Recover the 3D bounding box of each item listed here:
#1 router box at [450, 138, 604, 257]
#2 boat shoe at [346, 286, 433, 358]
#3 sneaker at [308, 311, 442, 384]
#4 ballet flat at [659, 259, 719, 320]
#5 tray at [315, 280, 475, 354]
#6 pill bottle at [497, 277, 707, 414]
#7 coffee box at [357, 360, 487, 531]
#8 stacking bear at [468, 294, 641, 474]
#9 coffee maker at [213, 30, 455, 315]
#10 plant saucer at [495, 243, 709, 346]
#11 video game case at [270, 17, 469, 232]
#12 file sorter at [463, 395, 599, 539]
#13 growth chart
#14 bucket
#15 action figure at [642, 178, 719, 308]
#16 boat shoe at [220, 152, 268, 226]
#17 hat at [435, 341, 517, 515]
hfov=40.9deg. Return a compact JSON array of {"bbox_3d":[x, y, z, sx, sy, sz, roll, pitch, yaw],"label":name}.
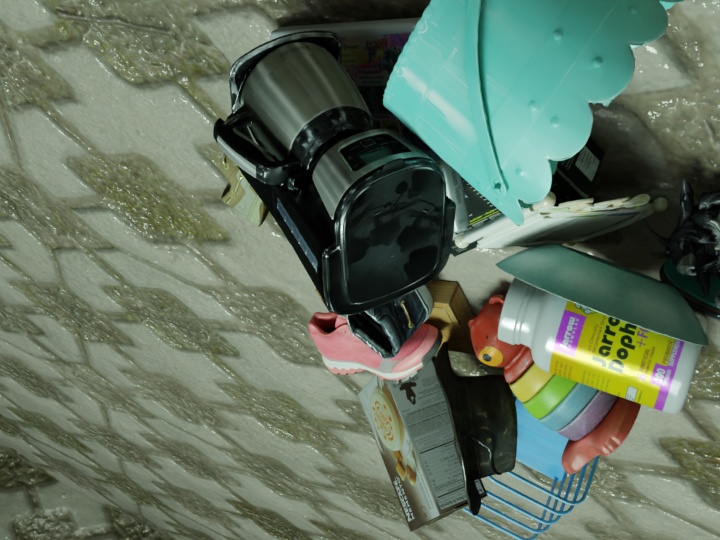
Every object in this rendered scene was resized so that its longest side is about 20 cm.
[{"bbox_3d":[0.103,-0.105,0.897,0.149,0.063,0.199,40,148,-18],"label":"router box"},{"bbox_3d":[0.000,0.000,1.087,0.201,0.091,0.070,50,139,-10],"label":"boat shoe"},{"bbox_3d":[0.009,0.083,1.180,0.198,0.074,0.087,-6,132,43],"label":"sneaker"},{"bbox_3d":[0.371,0.031,0.872,0.197,0.074,0.074,9,145,27],"label":"ballet flat"},{"bbox_3d":[0.047,0.052,1.209,0.197,0.037,0.099,6,142,36],"label":"tray"},{"bbox_3d":[0.245,0.067,0.994,0.197,0.105,0.105,17,148,18],"label":"pill bottle"},{"bbox_3d":[0.080,0.231,1.296,0.203,0.078,0.115,68,156,16],"label":"coffee box"},{"bbox_3d":[0.209,0.112,1.091,0.199,0.114,0.122,40,147,2],"label":"stacking bear"},{"bbox_3d":[-0.013,-0.068,0.796,0.201,0.134,0.193,55,179,37],"label":"coffee maker"},{"bbox_3d":[0.219,0.012,0.861,0.197,0.039,0.201,19,-173,-2],"label":"plant saucer"},{"bbox_3d":[0.006,-0.132,0.878,0.198,0.024,0.185,12,124,47],"label":"video game case"},{"bbox_3d":[0.224,0.263,1.288,0.137,0.124,0.201,25,149,4],"label":"file sorter"},{"bbox_3d":[0.182,-0.043,0.852,0.197,0.018,0.144,-3,166,-41],"label":"growth chart"},{"bbox_3d":[0.118,-0.152,0.683,0.134,0.208,0.208,35,150,4],"label":"bucket"},{"bbox_3d":[0.323,-0.017,0.788,0.197,0.102,0.121,-4,116,34],"label":"action figure"},{"bbox_3d":[-0.121,-0.115,1.061,0.065,0.075,0.201,23,150,-2],"label":"boat shoe"},{"bbox_3d":[0.147,0.178,1.134,0.079,0.203,0.202,-13,138,10],"label":"hat"}]
